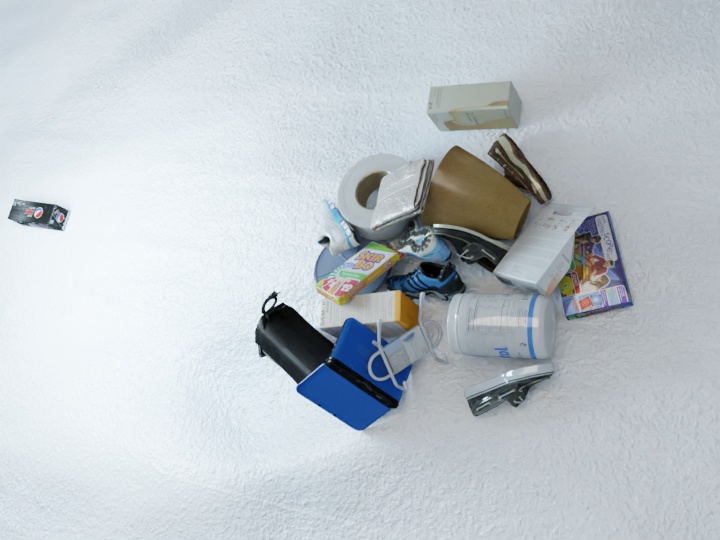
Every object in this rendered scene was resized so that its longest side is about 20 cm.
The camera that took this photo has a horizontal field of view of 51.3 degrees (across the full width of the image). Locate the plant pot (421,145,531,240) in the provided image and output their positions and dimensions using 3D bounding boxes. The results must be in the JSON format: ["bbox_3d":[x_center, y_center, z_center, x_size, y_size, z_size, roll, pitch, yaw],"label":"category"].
[{"bbox_3d":[0.263,-0.150,1.633,0.199,0.186,0.188,25,84,18],"label":"plant pot"}]

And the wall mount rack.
[{"bbox_3d":[0.101,0.148,1.585,0.199,0.175,0.074,-30,17,-24],"label":"wall mount rack"}]

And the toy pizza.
[{"bbox_3d":[-0.016,-0.006,1.780,0.198,0.032,0.202,-9,59,16],"label":"toy pizza"}]

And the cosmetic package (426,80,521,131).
[{"bbox_3d":[0.264,-0.379,1.742,0.198,0.105,0.072,3,75,29],"label":"cosmetic package"}]

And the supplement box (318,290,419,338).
[{"bbox_3d":[0.021,0.104,1.681,0.198,0.126,0.074,-7,69,24],"label":"supplement box"}]

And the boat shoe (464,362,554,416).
[{"bbox_3d":[0.310,0.245,1.530,0.199,0.072,0.072,-26,71,28],"label":"boat shoe"}]

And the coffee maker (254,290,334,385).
[{"bbox_3d":[-0.142,0.180,1.698,0.199,0.193,0.135,36,76,30],"label":"coffee maker"}]

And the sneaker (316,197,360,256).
[{"bbox_3d":[-0.076,-0.104,1.801,0.086,0.075,0.200,-34,38,1],"label":"sneaker"}]

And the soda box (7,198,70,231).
[{"bbox_3d":[-0.997,-0.171,2.322,0.198,0.063,0.072,8,77,29],"label":"soda box"}]

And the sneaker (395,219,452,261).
[{"bbox_3d":[0.144,-0.052,1.675,0.079,0.089,0.200,-59,19,4],"label":"sneaker"}]

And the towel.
[{"bbox_3d":[0.087,-0.166,1.641,0.199,0.034,0.134,-22,49,57],"label":"towel"}]

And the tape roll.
[{"bbox_3d":[0.047,-0.176,1.784,0.200,0.071,0.205,-9,63,19],"label":"tape roll"}]

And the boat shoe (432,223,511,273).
[{"bbox_3d":[0.236,-0.048,1.596,0.072,0.199,0.068,8,77,62],"label":"boat shoe"}]

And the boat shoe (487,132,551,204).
[{"bbox_3d":[0.349,-0.212,1.666,0.075,0.074,0.203,-41,51,20],"label":"boat shoe"}]

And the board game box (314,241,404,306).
[{"bbox_3d":[0.000,0.000,1.693,0.199,0.030,0.095,-36,36,-24],"label":"board game box"}]

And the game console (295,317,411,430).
[{"bbox_3d":[-0.012,0.228,1.632,0.118,0.199,0.172,-18,42,52],"label":"game console"}]

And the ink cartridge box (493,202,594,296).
[{"bbox_3d":[0.384,-0.047,1.547,0.200,0.050,0.162,-49,23,-9],"label":"ink cartridge box"}]

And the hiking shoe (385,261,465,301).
[{"bbox_3d":[0.138,0.014,1.660,0.198,0.087,0.075,-1,36,35],"label":"hiking shoe"}]

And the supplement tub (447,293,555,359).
[{"bbox_3d":[0.291,0.113,1.540,0.198,0.132,0.133,0,72,27],"label":"supplement tub"}]

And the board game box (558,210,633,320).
[{"bbox_3d":[0.471,-0.010,1.548,0.134,0.034,0.202,-15,67,21],"label":"board game box"}]
